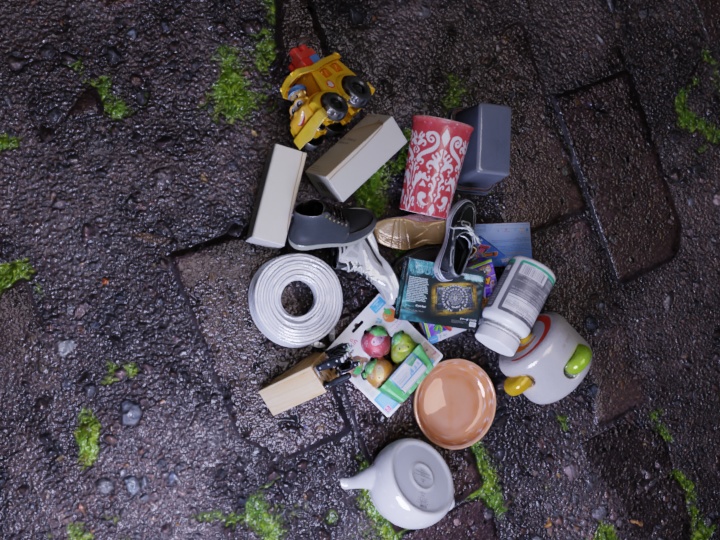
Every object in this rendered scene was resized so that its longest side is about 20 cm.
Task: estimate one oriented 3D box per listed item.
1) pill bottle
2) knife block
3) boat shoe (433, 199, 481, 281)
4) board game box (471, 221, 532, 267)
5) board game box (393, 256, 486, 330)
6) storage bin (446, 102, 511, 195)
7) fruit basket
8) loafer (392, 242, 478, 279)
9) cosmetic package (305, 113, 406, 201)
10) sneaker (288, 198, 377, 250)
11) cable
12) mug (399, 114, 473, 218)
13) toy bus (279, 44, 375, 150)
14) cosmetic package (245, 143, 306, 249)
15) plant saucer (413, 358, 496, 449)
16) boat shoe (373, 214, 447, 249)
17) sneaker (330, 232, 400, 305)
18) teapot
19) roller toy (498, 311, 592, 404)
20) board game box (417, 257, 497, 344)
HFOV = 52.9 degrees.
[{"bbox_3d":[0.338,0.078,1.590,0.113,0.113,0.201,33,77,-12],"label":"pill bottle"},{"bbox_3d":[-0.100,0.222,1.475,0.199,0.175,0.064,-33,95,-15],"label":"knife block"},{"bbox_3d":[0.216,-0.070,1.541,0.073,0.068,0.200,38,61,-22],"label":"boat shoe"},{"bbox_3d":[0.307,-0.059,1.690,0.198,0.019,0.104,-3,87,-16],"label":"board game box"},{"bbox_3d":[0.176,0.051,1.571,0.199,0.028,0.136,10,91,-23],"label":"board game box"},{"bbox_3d":[0.266,-0.284,1.632,0.144,0.134,0.202,4,85,-16],"label":"storage bin"},{"bbox_3d":[0.053,0.182,1.566,0.200,0.094,0.185,46,76,-6],"label":"fruit basket"},{"bbox_3d":[0.166,-0.029,1.612,0.199,0.072,0.073,-19,90,-5],"label":"loafer"},{"bbox_3d":[-0.009,-0.244,1.551,0.200,0.103,0.073,-46,121,-14],"label":"cosmetic package"},{"bbox_3d":[-0.048,-0.105,1.490,0.199,0.107,0.075,-16,60,-22],"label":"sneaker"},{"bbox_3d":[-0.136,0.062,1.529,0.198,0.069,0.202,4,86,-16],"label":"cable"},{"bbox_3d":[0.162,-0.220,1.570,0.132,0.177,0.202,13,96,14],"label":"mug"},{"bbox_3d":[-0.096,-0.374,1.509,0.192,0.136,0.200,50,46,-3],"label":"toy bus"},{"bbox_3d":[-0.177,-0.152,1.513,0.073,0.103,0.202,14,84,-15],"label":"cosmetic package"},{"bbox_3d":[0.210,0.299,1.632,0.199,0.037,0.202,1,87,-16],"label":"plant saucer"},{"bbox_3d":[0.122,-0.090,1.616,0.198,0.069,0.071,0,108,-8],"label":"boat shoe"},{"bbox_3d":[0.000,0.000,1.561,0.115,0.076,0.201,-26,85,-27],"label":"sneaker"},{"bbox_3d":[0.094,0.465,1.538,0.197,0.146,0.200,-24,73,-48],"label":"teapot"},{"bbox_3d":[0.407,0.192,1.620,0.140,0.183,0.200,44,110,-11],"label":"roller toy"},{"bbox_3d":[0.217,0.067,1.632,0.199,0.045,0.135,-20,102,-16],"label":"board game box"}]
